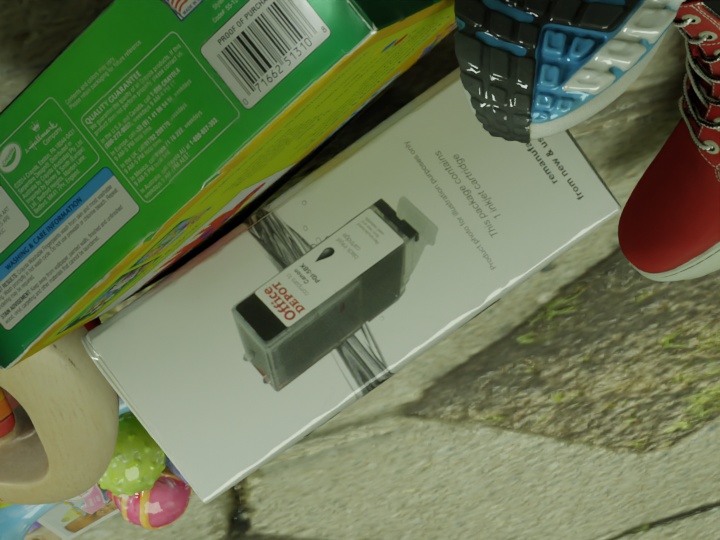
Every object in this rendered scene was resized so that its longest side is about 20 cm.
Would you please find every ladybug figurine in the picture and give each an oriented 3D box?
[{"bbox_3d":[-0.161,0.028,1.040,0.136,0.072,0.200,13,151,10],"label":"ladybug figurine"}]

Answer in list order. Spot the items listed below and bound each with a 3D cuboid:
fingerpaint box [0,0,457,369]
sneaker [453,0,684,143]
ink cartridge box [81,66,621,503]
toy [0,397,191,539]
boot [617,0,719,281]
[{"bbox_3d":[-0.049,-0.069,0.909,0.200,0.073,0.167,-40,177,30],"label":"fingerpaint box"},{"bbox_3d":[0.089,-0.112,0.894,0.075,0.200,0.087,21,148,12],"label":"sneaker"},{"bbox_3d":[0.000,0.000,1.014,0.200,0.083,0.147,-36,179,4],"label":"ink cartridge box"},{"bbox_3d":[-0.114,0.099,1.222,0.200,0.047,0.115,-26,150,11],"label":"toy"},{"bbox_3d":[0.147,-0.082,1.077,0.144,0.072,0.200,12,128,-41],"label":"boot"}]
